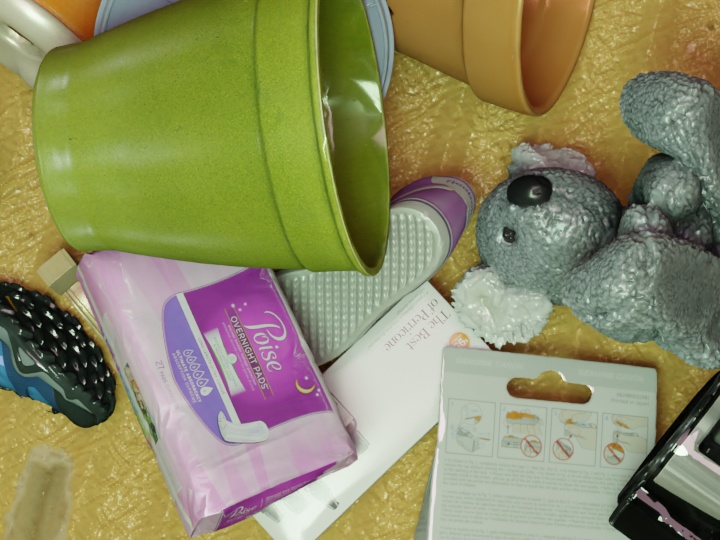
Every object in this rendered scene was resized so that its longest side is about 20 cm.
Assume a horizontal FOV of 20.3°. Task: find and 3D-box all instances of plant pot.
[{"bbox_3d":[-0.095,-0.087,1.251,0.191,0.200,0.202,-6,85,11],"label":"plant pot"},{"bbox_3d":[0.076,-0.216,1.366,0.139,0.200,0.202,13,85,19],"label":"plant pot"}]

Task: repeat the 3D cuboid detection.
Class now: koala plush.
[{"bbox_3d":[0.159,-0.018,1.338,0.199,0.184,0.178,2,64,38],"label":"koala plush"}]

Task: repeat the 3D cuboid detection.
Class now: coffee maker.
[{"bbox_3d":[0.267,0.183,1.318,0.200,0.193,0.135,38,43,12],"label":"coffee maker"}]

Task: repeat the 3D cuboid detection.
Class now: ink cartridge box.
[{"bbox_3d":[0.120,0.161,1.383,0.159,0.047,0.202,6,80,-11],"label":"ink cartridge box"}]

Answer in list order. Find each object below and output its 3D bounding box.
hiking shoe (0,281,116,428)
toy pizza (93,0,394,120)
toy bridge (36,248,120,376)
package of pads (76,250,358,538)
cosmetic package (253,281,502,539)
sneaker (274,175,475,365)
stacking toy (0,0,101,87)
[{"bbox_3d":[-0.262,0.052,1.409,0.200,0.074,0.087,37,115,-1],"label":"hiking shoe"},{"bbox_3d":[-0.077,-0.147,1.333,0.198,0.032,0.202,-2,116,-4],"label":"toy pizza"},{"bbox_3d":[-0.153,0.068,1.396,0.027,0.067,0.200,-39,74,-2],"label":"toy bridge"},{"bbox_3d":[-0.095,0.061,1.320,0.120,0.076,0.201,-22,76,-17],"label":"package of pads"},{"bbox_3d":[0.000,0.103,1.399,0.200,0.051,0.083,-44,87,-3],"label":"cosmetic package"},{"bbox_3d":[0.001,0.001,1.402,0.200,0.114,0.073,-29,100,30],"label":"sneaker"},{"bbox_3d":[-0.189,-0.231,1.388,0.146,0.146,0.201,33,78,3],"label":"stacking toy"}]
